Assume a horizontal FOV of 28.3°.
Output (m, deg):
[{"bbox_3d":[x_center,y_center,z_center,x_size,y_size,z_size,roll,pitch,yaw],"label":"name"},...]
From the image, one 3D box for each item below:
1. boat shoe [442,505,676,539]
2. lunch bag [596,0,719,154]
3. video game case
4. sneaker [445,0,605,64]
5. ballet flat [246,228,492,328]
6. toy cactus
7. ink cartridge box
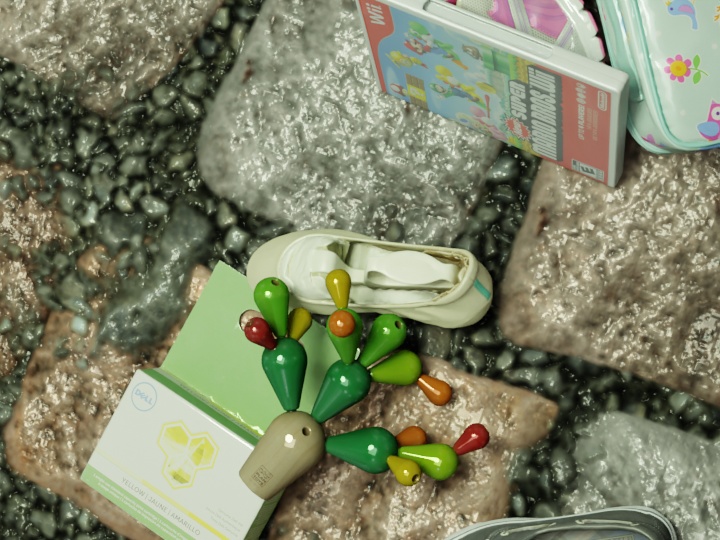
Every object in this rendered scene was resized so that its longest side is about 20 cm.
[{"bbox_3d":[0.125,0.212,1.019,0.199,0.066,0.070,-11,85,17],"label":"boat shoe"},{"bbox_3d":[0.235,-0.184,0.960,0.159,0.077,0.201,-15,94,-5],"label":"lunch bag"},{"bbox_3d":[0.093,-0.132,1.005,0.199,0.143,0.018,25,73,17],"label":"video game case"},{"bbox_3d":[0.105,-0.185,1.009,0.088,0.081,0.201,-31,103,7],"label":"sneaker"},{"bbox_3d":[0.000,0.000,1.067,0.198,0.069,0.070,5,90,17],"label":"ballet flat"},{"bbox_3d":[-0.020,0.102,1.037,0.200,0.102,0.165,42,95,-9],"label":"toy cactus"},{"bbox_3d":[-0.110,0.113,1.110,0.145,0.048,0.201,31,100,16],"label":"ink cartridge box"}]
